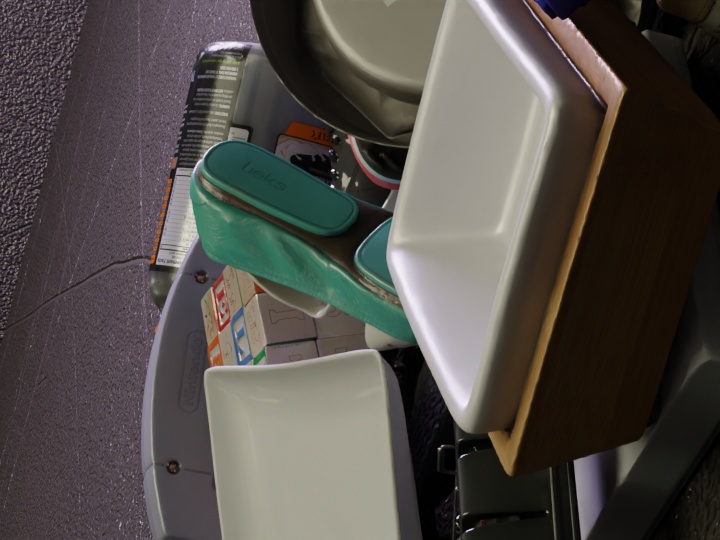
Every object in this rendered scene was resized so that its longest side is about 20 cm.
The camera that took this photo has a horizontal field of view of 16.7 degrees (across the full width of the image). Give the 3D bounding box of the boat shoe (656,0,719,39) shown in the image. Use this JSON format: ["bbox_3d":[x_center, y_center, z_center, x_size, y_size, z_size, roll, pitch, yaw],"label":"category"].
[{"bbox_3d":[0.141,-0.163,1.008,0.200,0.066,0.074,-98,25,-54],"label":"boat shoe"}]

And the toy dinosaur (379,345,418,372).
[{"bbox_3d":[0.032,0.008,1.322,0.200,0.047,0.088,127,156,-67],"label":"toy dinosaur"}]

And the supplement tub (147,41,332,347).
[{"bbox_3d":[-0.064,-0.036,1.556,0.123,0.122,0.200,179,103,-75],"label":"supplement tub"}]

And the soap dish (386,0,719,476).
[{"bbox_3d":[0.076,-0.028,0.984,0.200,0.081,0.157,-111,33,-66],"label":"soap dish"}]

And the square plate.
[{"bbox_3d":[-0.015,0.140,1.198,0.200,0.028,0.198,-10,87,62],"label":"square plate"}]

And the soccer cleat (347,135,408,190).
[{"bbox_3d":[0.012,-0.141,1.305,0.073,0.068,0.200,135,131,-81],"label":"soccer cleat"}]

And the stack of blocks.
[{"bbox_3d":[-0.031,0.092,1.324,0.115,0.059,0.200,135,126,-67],"label":"stack of blocks"}]

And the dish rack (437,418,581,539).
[{"bbox_3d":[0.060,0.158,1.024,0.200,0.055,0.153,90,180,-48],"label":"dish rack"}]

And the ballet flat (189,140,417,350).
[{"bbox_3d":[0.000,0.000,1.242,0.067,0.200,0.070,-44,-30,-39],"label":"ballet flat"}]

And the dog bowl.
[{"bbox_3d":[0.049,-0.143,1.131,0.059,0.200,0.200,33,-115,-63],"label":"dog bowl"}]

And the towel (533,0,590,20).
[{"bbox_3d":[0.122,-0.199,0.956,0.200,0.050,0.148,-40,31,12],"label":"towel"}]

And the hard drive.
[{"bbox_3d":[0.114,0.011,1.035,0.200,0.027,0.132,-92,21,-46],"label":"hard drive"}]

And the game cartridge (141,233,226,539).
[{"bbox_3d":[-0.057,0.071,1.415,0.040,0.133,0.200,133,148,-62],"label":"game cartridge"}]

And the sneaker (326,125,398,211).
[{"bbox_3d":[-0.007,-0.081,1.384,0.071,0.099,0.200,-68,2,-74],"label":"sneaker"}]

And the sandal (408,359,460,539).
[{"bbox_3d":[0.043,0.112,1.203,0.075,0.045,0.200,-84,1,-46],"label":"sandal"}]
